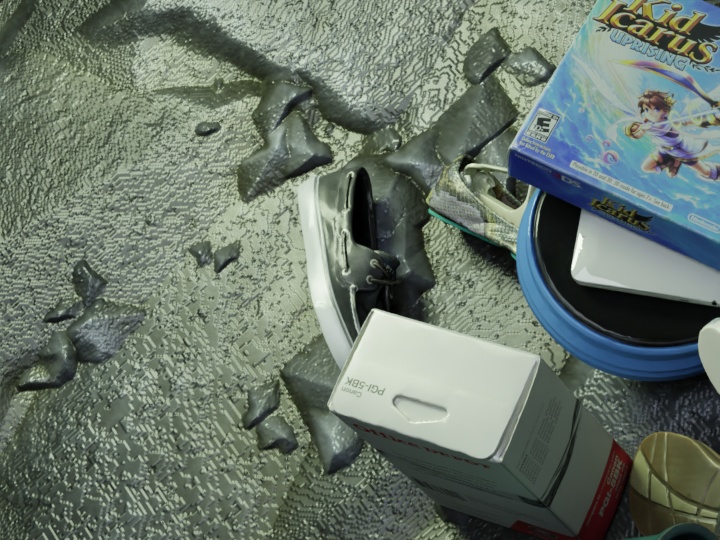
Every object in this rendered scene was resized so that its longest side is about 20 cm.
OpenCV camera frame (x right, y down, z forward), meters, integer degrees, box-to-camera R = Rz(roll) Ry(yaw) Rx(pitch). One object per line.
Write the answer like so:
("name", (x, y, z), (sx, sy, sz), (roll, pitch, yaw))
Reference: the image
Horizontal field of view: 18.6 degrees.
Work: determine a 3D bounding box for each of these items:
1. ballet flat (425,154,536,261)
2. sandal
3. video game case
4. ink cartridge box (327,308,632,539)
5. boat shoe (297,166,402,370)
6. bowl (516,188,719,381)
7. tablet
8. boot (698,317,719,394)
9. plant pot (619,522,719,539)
("ballet flat", (0.132, -0.035, 1.695), (0.200, 0.072, 0.072), (34, 84, 36))
("sandal", (0.260, 0.165, 1.533), (0.200, 0.054, 0.081), (8, 79, 53))
("video game case", (0.235, -0.110, 1.608), (0.199, 0.046, 0.182), (25, 66, 15))
("ink cartridge box", (0.089, 0.116, 1.568), (0.146, 0.200, 0.083), (16, 73, 32))
("boat shoe", (0.000, 0.000, 1.758), (0.066, 0.070, 0.201), (-24, 50, 17))
("bowl", (0.215, -0.018, 1.625), (0.199, 0.039, 0.202), (-1, 63, 2))
("tablet", (0.233, -0.070, 1.621), (0.129, 0.014, 0.201), (9, 65, 7))
("boot", (0.322, 0.108, 1.533), (0.090, 0.073, 0.201), (-22, 76, -22))
("plant pot", (0.138, 0.272, 1.483), (0.195, 0.200, 0.201), (-5, 63, 34))
